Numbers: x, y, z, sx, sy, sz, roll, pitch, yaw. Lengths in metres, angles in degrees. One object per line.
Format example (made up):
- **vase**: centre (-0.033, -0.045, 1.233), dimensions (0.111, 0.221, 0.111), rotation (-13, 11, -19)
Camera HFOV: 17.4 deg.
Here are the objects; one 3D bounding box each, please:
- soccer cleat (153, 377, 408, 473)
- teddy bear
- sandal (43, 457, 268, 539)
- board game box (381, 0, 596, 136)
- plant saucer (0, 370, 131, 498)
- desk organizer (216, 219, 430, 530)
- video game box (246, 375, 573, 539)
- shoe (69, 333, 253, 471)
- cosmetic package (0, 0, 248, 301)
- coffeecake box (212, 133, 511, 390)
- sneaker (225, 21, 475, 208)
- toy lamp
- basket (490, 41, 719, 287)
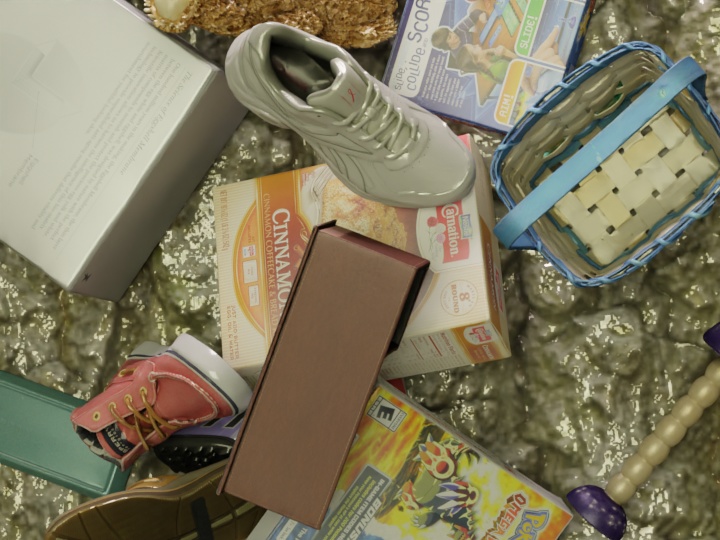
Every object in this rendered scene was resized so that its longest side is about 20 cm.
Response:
- **soccer cleat**: centre (-0.058, 0.115, 1.764), dimensions (0.200, 0.068, 0.073), rotation (-6, 59, 18)
- **teddy bear**: centre (-0.072, -0.204, 1.756), dimensions (0.145, 0.200, 0.067), rotation (51, 139, 38)
- **sandal**: centre (-0.140, 0.176, 1.689), dimensions (0.054, 0.200, 0.080), rotation (24, 127, 52)
- **board game box**: centre (0.106, -0.205, 1.758), dimensions (0.135, 0.034, 0.200), rotation (18, 89, 15)
- **plant saucer**: centre (-0.269, 0.119, 1.831), dimensions (0.200, 0.019, 0.070), rotation (19, 90, 15)
- **desk organizer**: centre (-0.025, 0.072, 1.633), dimensions (0.077, 0.072, 0.200), rotation (21, 97, 8)
- **video game box**: centre (0.024, 0.204, 1.700), dimensions (0.182, 0.047, 0.200), rotation (34, 94, -17)
- **shoe**: centre (-0.148, 0.102, 1.710), dimensions (0.071, 0.200, 0.091), rotation (47, 73, -15)
- **cosmetic package**: centre (-0.222, -0.114, 1.785), dimensions (0.200, 0.123, 0.199), rotation (36, 94, 15)
- **coffeecake box**: centre (0.000, 0.000, 1.726), dimensions (0.200, 0.073, 0.154), rotation (-11, 63, 12)
- **sneaker**: centre (-0.006, -0.108, 1.653), dimensions (0.200, 0.099, 0.078), rotation (29, 81, -3)
- **toy lamp**: centre (0.232, 0.105, 1.693), dimensions (0.058, 0.058, 0.200), rotation (44, 98, 13)
- **basket**: centre (0.173, -0.072, 1.644), dimensions (0.176, 0.200, 0.139), rotation (-40, 84, 5)
